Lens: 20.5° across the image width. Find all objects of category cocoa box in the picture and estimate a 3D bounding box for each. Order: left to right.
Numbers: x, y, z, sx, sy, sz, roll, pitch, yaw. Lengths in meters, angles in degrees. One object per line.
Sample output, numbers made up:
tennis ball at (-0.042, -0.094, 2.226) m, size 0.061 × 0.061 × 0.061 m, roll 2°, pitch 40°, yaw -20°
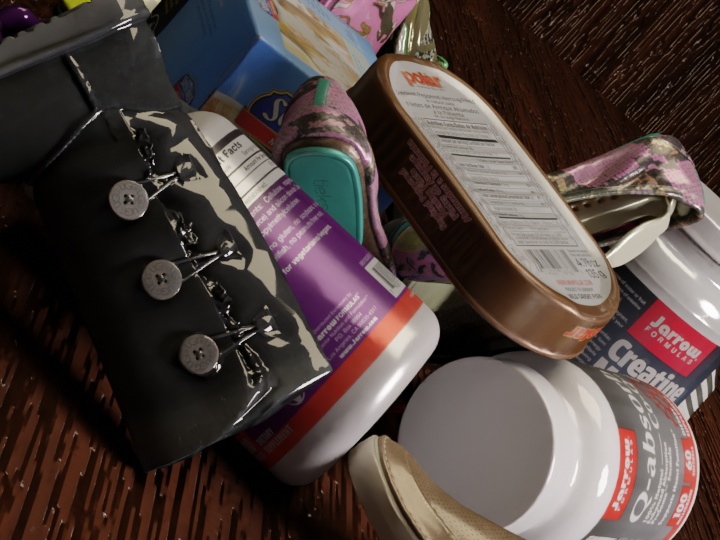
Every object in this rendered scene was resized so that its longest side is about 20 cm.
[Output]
cocoa box at (-0.064, -0.093, 1.201) m, size 0.133 × 0.131 × 0.200 m, roll 36°, pitch 16°, yaw -24°

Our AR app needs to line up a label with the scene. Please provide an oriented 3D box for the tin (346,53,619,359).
tin at (0.066, -0.039, 1.084) m, size 0.112 × 0.042 × 0.200 m, roll 4°, pitch 45°, yaw -56°

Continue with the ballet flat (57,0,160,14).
ballet flat at (-0.135, -0.181, 1.392) m, size 0.067 × 0.067 × 0.200 m, roll 50°, pitch 16°, yaw 23°

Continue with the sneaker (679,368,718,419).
sneaker at (0.193, 0.056, 1.499) m, size 0.200 × 0.115 × 0.076 m, roll 32°, pitch 18°, yaw -37°

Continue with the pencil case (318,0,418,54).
pencil case at (-0.029, -0.157, 1.351) m, size 0.086 × 0.200 × 0.083 m, roll 34°, pitch 7°, yaw -33°

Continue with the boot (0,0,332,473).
boot at (-0.126, -0.002, 0.874) m, size 0.201 × 0.164 × 0.066 m, roll 64°, pitch -8°, yaw -5°

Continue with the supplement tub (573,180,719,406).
supplement tub at (0.172, 0.033, 1.338) m, size 0.140 × 0.200 × 0.140 m, roll 39°, pitch 15°, yaw -13°

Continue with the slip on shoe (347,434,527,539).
slip on shoe at (0.072, 0.152, 0.952) m, size 0.200 × 0.060 × 0.076 m, roll 53°, pitch 12°, yaw 0°

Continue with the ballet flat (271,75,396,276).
ballet flat at (-0.012, -0.021, 1.062) m, size 0.201 × 0.069 × 0.071 m, roll 86°, pitch 11°, yaw -46°

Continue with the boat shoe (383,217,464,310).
boat shoe at (0.039, -0.005, 1.346) m, size 0.066 × 0.075 × 0.199 m, roll 43°, pitch 14°, yaw 11°

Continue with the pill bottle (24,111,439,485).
pill bottle at (-0.065, 0.002, 0.970) m, size 0.200 × 0.113 × 0.112 m, roll 42°, pitch 14°, yaw 0°

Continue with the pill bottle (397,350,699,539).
pill bottle at (0.107, 0.107, 1.126) m, size 0.116 × 0.116 × 0.200 m, roll 50°, pitch 16°, yaw 26°

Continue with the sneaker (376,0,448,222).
sneaker at (0.057, -0.126, 1.494) m, size 0.088 × 0.201 × 0.077 m, roll -5°, pitch 23°, yaw -11°

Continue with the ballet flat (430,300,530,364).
ballet flat at (0.069, 0.031, 1.191) m, size 0.067 × 0.047 × 0.200 m, roll 5°, pitch -8°, yaw -22°

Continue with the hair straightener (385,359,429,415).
hair straightener at (0.000, 0.000, 1.215) m, size 0.041 × 0.077 × 0.200 m, roll 16°, pitch 27°, yaw -26°

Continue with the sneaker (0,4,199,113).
sneaker at (-0.119, -0.072, 1.035) m, size 0.199 × 0.075 × 0.088 m, roll 26°, pitch -18°, yaw -11°

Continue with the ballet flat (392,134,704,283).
ballet flat at (0.120, -0.025, 1.216) m, size 0.069 × 0.199 × 0.071 m, roll 87°, pitch -19°, yaw -52°
